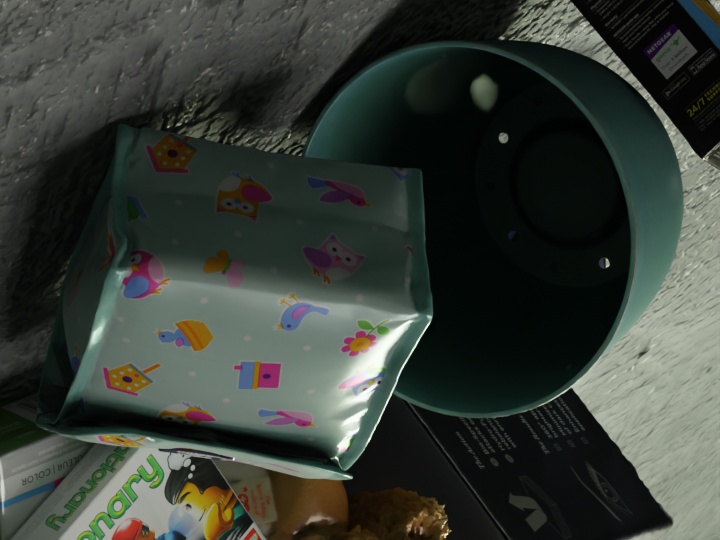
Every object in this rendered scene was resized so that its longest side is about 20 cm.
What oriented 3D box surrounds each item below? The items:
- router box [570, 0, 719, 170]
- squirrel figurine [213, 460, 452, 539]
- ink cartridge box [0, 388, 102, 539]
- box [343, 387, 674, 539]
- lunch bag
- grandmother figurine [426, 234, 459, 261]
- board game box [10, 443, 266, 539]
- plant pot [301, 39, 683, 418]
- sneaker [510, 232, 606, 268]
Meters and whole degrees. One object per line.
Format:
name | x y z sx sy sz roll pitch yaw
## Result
router box | 0.194 -0.116 1.470 0.051 0.149 0.200 -42 160 12
squirrel figurine | -0.042 0.151 1.589 0.142 0.200 0.187 -50 172 5
ink cartridge box | -0.173 0.169 1.450 0.104 0.059 0.201 -21 119 -40
box | 0.077 0.145 1.764 0.117 0.197 0.200 -48 157 28
lunch bag | -0.070 0.035 1.316 0.170 0.122 0.200 9 138 -15
grandmother figurine | 0.000 0.000 1.530 0.121 0.061 0.200 -36 161 30
board game box | -0.147 0.180 1.411 0.200 0.035 0.126 -50 133 -21
plant pot | 0.087 -0.036 1.415 0.201 0.201 0.161 -49 168 27
sneaker | 0.136 -0.039 1.638 0.070 0.078 0.200 -29 158 -22
